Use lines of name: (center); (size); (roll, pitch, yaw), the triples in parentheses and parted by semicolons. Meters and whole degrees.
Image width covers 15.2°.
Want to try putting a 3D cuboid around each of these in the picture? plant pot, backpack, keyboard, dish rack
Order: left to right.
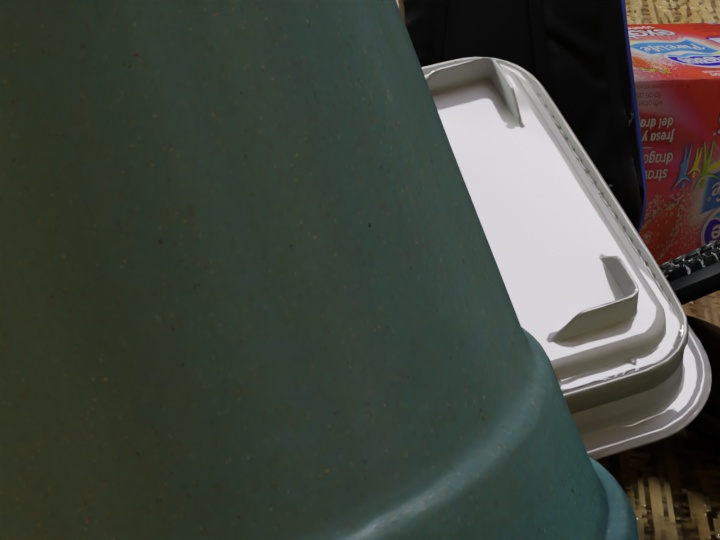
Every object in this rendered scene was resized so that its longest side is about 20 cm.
plant pot: (-0.054, 0.001, 0.651); (0.200, 0.197, 0.200); (-16, 18, 5)
dish rack: (0.000, 0.000, 0.876); (0.199, 0.044, 0.172); (-16, 51, -16)
backpack: (0.013, -0.095, 1.119); (0.182, 0.201, 0.147); (2, -6, -29)
keyboard: (0.145, -0.010, 0.946); (0.127, 0.021, 0.200); (-19, -3, -35)

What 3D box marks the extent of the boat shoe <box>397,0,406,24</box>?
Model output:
boat shoe: (-0.012, -0.031, 0.832); (0.067, 0.072, 0.200); (-9, 43, -2)

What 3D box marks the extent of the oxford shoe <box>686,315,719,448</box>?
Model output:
oxford shoe: (0.196, 0.038, 0.984); (0.199, 0.085, 0.073); (12, 18, 16)

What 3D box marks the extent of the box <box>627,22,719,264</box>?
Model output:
box: (0.145, -0.059, 1.260); (0.200, 0.096, 0.100); (-5, 21, -41)
